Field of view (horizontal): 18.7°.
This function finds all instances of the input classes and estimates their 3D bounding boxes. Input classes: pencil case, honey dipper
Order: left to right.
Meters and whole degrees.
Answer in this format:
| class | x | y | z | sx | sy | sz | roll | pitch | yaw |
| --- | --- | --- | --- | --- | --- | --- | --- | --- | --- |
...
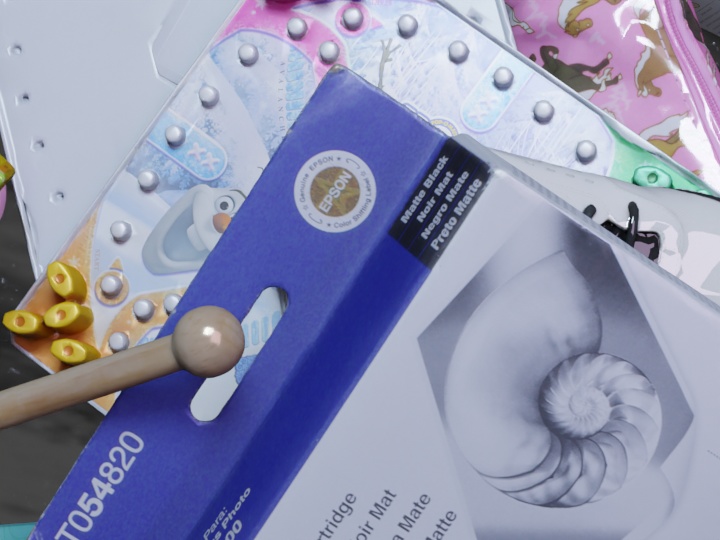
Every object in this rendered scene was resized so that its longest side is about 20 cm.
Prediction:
| class | x | y | z | sx | sy | sz | roll | pitch | yaw |
| --- | --- | --- | --- | --- | --- | --- | --- | --- | --- |
| honey dipper | -0.125 | 0.048 | 0.707 | 0.038 | 0.200 | 0.038 | 52 | 27 | -42 |
| pencil case | 0.119 | -0.040 | 0.846 | 0.086 | 0.083 | 0.200 | -25 | 75 | 14 |

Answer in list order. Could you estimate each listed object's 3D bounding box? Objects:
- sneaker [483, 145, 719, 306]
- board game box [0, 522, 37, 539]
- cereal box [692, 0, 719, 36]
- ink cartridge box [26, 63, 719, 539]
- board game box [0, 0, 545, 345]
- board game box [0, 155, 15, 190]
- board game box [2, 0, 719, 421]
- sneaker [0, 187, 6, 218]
| class | x | y | z | sx | sy | sz | roll | pitch | yaw |
| --- | --- | --- | --- | --- | --- | --- | --- | --- | --- |
| sneaker | 0.057 | -0.004 | 0.739 | 0.199 | 0.080 | 0.074 | 8 | 83 | 7 |
| board game box | -0.045 | 0.166 | 0.825 | 0.199 | 0.045 | 0.153 | -3 | 79 | -22 |
| cereal box | 0.136 | -0.198 | 0.998 | 0.200 | 0.040 | 0.144 | 25 | 69 | -15 |
| ink cartridge box | 0.023 | 0.069 | 0.697 | 0.200 | 0.041 | 0.200 | 32 | 95 | -8 |
| board game box | -0.044 | -0.089 | 0.849 | 0.199 | 0.026 | 0.201 | -15 | 81 | 5 |
| board game box | -0.220 | 0.007 | 0.755 | 0.096 | 0.030 | 0.200 | 42 | 98 | -5 |
| board game box | 0.000 | 0.000 | 0.799 | 0.200 | 0.026 | 0.200 | 36 | 90 | 10 |
| sneaker | -0.190 | -0.104 | 0.803 | 0.079 | 0.095 | 0.200 | -31 | 79 | -23 |
